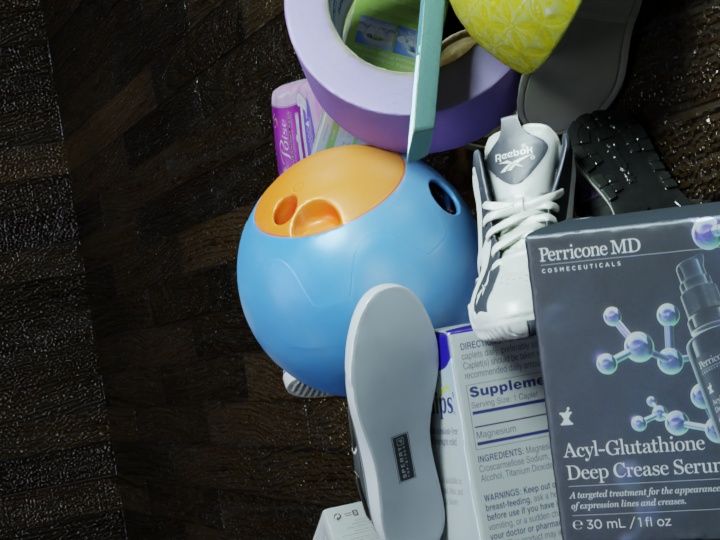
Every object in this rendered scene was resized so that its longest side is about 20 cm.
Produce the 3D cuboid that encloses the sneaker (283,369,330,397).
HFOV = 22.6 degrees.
[{"bbox_3d":[0.007,0.033,1.654,0.115,0.199,0.073,64,-176,30],"label":"sneaker"}]

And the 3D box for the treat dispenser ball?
[{"bbox_3d":[0.000,0.000,1.440,0.201,0.199,0.203,171,90,-70],"label":"treat dispenser ball"}]

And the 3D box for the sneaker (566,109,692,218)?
[{"bbox_3d":[0.200,-0.015,1.275,0.088,0.075,0.201,89,168,-51],"label":"sneaker"}]

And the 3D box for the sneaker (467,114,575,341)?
[{"bbox_3d":[0.110,-0.037,1.245,0.199,0.079,0.131,-48,-52,-64],"label":"sneaker"}]

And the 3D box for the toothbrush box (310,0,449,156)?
[{"bbox_3d":[0.016,-0.163,1.561,0.146,0.085,0.202,110,172,-55],"label":"toothbrush box"}]

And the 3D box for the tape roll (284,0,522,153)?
[{"bbox_3d":[0.044,-0.199,1.394,0.085,0.198,0.202,66,-172,-72],"label":"tape roll"}]

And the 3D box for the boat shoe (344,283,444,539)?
[{"bbox_3d":[0.020,0.103,1.281,0.066,0.069,0.202,-153,50,-64],"label":"boat shoe"}]

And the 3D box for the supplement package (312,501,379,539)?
[{"bbox_3d":[0.050,0.333,1.698,0.151,0.150,0.201,108,147,-52],"label":"supplement package"}]

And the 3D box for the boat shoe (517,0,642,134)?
[{"bbox_3d":[0.165,-0.180,1.313,0.201,0.072,0.063,108,173,-51],"label":"boat shoe"}]

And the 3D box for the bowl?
[{"bbox_3d":[0.104,-0.247,1.239,0.200,0.107,0.202,-159,90,-82],"label":"bowl"}]

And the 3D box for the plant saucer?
[{"bbox_3d":[0.051,-0.182,1.309,0.070,0.019,0.202,97,179,-74],"label":"plant saucer"}]

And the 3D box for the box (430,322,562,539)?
[{"bbox_3d":[0.142,0.130,1.311,0.105,0.182,0.203,169,92,-72],"label":"box"}]

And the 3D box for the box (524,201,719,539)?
[{"bbox_3d":[0.199,0.063,1.134,0.107,0.147,0.203,-16,-81,-66],"label":"box"}]

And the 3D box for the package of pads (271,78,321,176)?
[{"bbox_3d":[-0.028,-0.139,1.828,0.200,0.075,0.122,-175,80,-70],"label":"package of pads"}]

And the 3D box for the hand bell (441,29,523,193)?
[{"bbox_3d":[0.096,-0.112,1.519,0.200,0.103,0.105,97,158,-70],"label":"hand bell"}]
